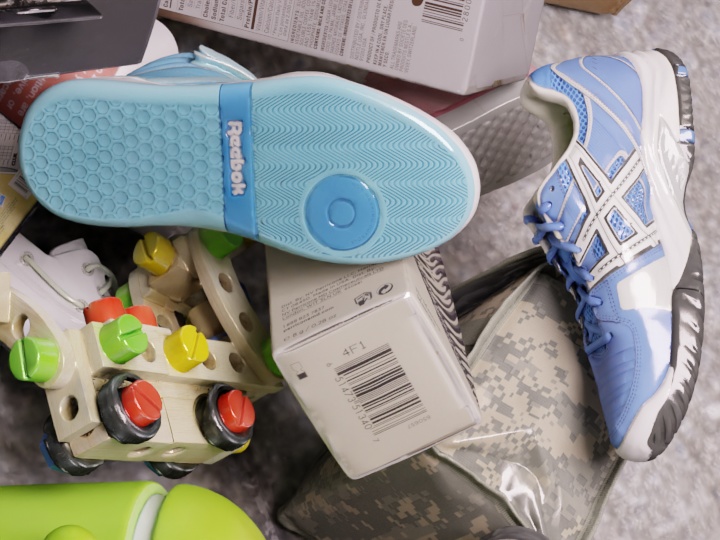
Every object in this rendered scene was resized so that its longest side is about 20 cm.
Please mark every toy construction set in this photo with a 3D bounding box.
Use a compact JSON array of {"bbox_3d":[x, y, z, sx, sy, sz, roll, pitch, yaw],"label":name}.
[{"bbox_3d":[-0.106,0.025,0.703,0.198,0.092,0.132,1,62,-43],"label":"toy construction set"}]

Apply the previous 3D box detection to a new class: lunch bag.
[{"bbox_3d":[0.073,0.066,0.828,0.118,0.164,0.200,43,56,-8],"label":"lunch bag"}]

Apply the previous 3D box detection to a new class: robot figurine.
[{"bbox_3d":[-0.122,0.151,0.692,0.197,0.176,0.117,-3,66,8],"label":"robot figurine"}]

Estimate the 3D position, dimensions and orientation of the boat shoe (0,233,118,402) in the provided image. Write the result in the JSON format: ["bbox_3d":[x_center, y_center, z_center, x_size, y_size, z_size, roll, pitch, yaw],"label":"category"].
[{"bbox_3d":[-0.151,0.014,0.782,0.199,0.073,0.067,35,76,-10],"label":"boat shoe"}]

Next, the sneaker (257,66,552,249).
[{"bbox_3d":[0.012,-0.079,0.914,0.198,0.076,0.105,-21,42,-12],"label":"sneaker"}]

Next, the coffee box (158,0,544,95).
[{"bbox_3d":[-0.011,-0.157,0.843,0.198,0.081,0.114,17,16,19],"label":"coffee box"}]

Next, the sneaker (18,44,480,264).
[{"bbox_3d":[-0.039,-0.060,0.716,0.197,0.131,0.081,9,106,8],"label":"sneaker"}]

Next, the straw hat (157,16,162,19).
[{"bbox_3d":[-0.131,-0.243,0.902,0.199,0.085,0.204,11,64,-23],"label":"straw hat"}]

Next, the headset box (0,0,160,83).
[{"bbox_3d":[-0.183,-0.151,0.661,0.148,0.078,0.200,-14,47,-43],"label":"headset box"}]

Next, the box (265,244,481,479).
[{"bbox_3d":[0.000,0.000,0.754,0.083,0.068,0.201,60,11,-31],"label":"box"}]

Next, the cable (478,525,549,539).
[{"bbox_3d":[0.018,0.193,0.741,0.050,0.199,0.098,-24,84,-55],"label":"cable"}]

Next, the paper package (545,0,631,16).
[{"bbox_3d":[0.091,-0.281,1.026,0.198,0.103,0.193,6,65,-25],"label":"paper package"}]

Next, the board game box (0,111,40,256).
[{"bbox_3d":[-0.245,-0.010,0.719,0.135,0.035,0.201,38,85,-8],"label":"board game box"}]

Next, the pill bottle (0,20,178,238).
[{"bbox_3d":[-0.165,-0.100,0.807,0.199,0.112,0.113,32,58,-12],"label":"pill bottle"}]

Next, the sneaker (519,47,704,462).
[{"bbox_3d":[0.115,-0.009,0.749,0.076,0.076,0.203,2,68,-8],"label":"sneaker"}]
